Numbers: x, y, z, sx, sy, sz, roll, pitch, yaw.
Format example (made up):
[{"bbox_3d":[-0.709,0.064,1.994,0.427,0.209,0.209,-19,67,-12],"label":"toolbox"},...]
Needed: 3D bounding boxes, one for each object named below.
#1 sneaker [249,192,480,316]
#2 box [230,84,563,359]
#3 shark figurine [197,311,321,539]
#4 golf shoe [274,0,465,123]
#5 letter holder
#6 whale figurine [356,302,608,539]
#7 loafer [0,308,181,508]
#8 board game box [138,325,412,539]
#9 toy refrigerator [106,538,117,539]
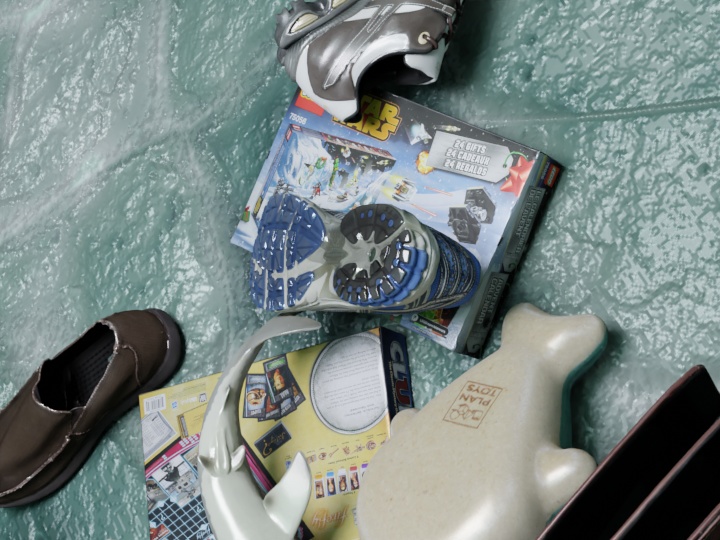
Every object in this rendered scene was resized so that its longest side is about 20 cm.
[{"bbox_3d":[0.000,0.000,1.092,0.200,0.085,0.078,11,86,57],"label":"sneaker"},{"bbox_3d":[0.020,-0.043,1.155,0.199,0.040,0.138,26,93,34],"label":"box"},{"bbox_3d":[-0.069,0.131,1.105,0.127,0.090,0.216,-11,74,1],"label":"shark figurine"},{"bbox_3d":[0.043,-0.171,1.145,0.199,0.078,0.095,-35,73,1],"label":"golf shoe"},{"bbox_3d":[0.153,0.150,0.934,0.200,0.142,0.100,-49,55,-4],"label":"letter holder"},{"bbox_3d":[0.086,0.117,1.053,0.158,0.104,0.201,7,58,45],"label":"whale figurine"},{"bbox_3d":[-0.219,0.092,1.254,0.200,0.071,0.073,-45,59,16],"label":"loafer"},{"bbox_3d":[-0.055,0.128,1.164,0.199,0.035,0.136,-16,70,28],"label":"board game box"},{"bbox_3d":[-0.087,0.242,1.086,0.199,0.070,0.076,21,89,40],"label":"toy refrigerator"}]
